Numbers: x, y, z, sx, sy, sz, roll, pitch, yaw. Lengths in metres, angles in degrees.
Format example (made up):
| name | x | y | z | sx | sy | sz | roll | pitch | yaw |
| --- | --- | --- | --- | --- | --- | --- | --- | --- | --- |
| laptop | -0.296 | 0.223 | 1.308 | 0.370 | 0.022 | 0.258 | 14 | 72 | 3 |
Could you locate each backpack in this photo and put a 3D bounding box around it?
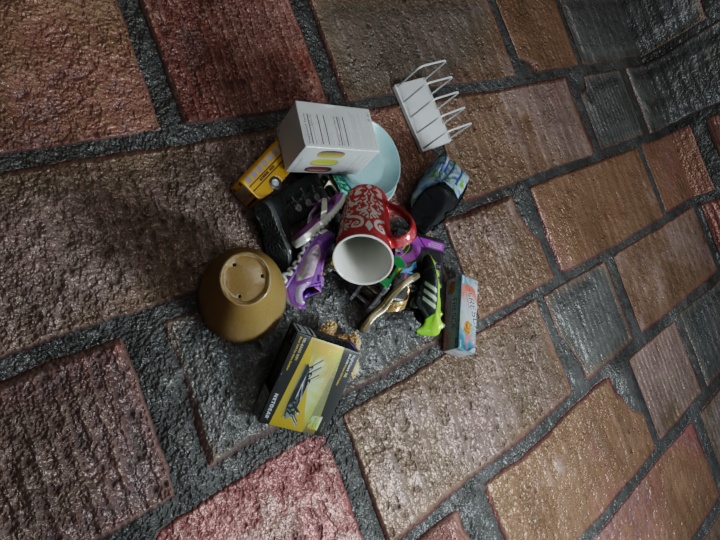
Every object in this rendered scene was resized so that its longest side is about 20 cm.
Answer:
| name | x | y | z | sx | sy | sz | roll | pitch | yaw |
| --- | --- | --- | --- | --- | --- | --- | --- | --- | --- |
| backpack | 0.216 | -0.217 | 1.541 | 0.155 | 0.163 | 0.199 | 50 | 47 | 6 |

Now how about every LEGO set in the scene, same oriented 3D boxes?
| name | x | y | z | sx | sy | sz | roll | pitch | yaw |
| --- | --- | --- | --- | --- | --- | --- | --- | --- | --- |
| LEGO set | 0.000 | 0.000 | 1.365 | 0.197 | 0.116 | 0.156 | 32 | 40 | -9 |

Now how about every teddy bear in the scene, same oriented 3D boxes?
| name | x | y | z | sx | sy | sz | roll | pitch | yaw |
| --- | --- | --- | --- | --- | --- | --- | --- | --- | --- |
| teddy bear | -0.076 | 0.184 | 1.272 | 0.196 | 0.066 | 0.151 | -13 | 101 | -38 |

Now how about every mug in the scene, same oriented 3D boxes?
| name | x | y | z | sx | sy | sz | roll | pitch | yaw |
| --- | --- | --- | --- | --- | --- | --- | --- | --- | --- |
| mug | 0.029 | -0.085 | 1.266 | 0.171 | 0.136 | 0.203 | 7 | 41 | -3 |

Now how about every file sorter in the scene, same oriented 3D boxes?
| name | x | y | z | sx | sy | sz | roll | pitch | yaw |
| --- | --- | --- | --- | --- | --- | --- | --- | --- | --- |
| file sorter | 0.208 | -0.466 | 1.621 | 0.137 | 0.123 | 0.205 | -25 | 92 | -37 |

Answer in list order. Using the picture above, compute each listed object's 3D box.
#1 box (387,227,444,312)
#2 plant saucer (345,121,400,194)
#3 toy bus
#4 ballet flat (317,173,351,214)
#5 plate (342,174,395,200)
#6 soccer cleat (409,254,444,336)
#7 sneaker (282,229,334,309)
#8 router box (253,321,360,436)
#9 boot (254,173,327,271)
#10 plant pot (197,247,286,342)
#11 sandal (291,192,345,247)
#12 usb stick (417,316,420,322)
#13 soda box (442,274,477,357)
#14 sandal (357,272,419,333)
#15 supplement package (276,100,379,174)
| name | x | y | z | sx | sy | sz | roll | pitch | yaw |
| --- | --- | --- | --- | --- | --- | --- | --- | --- | --- |
| box | 0.143 | 0.005 | 1.472 | 0.138 | 0.036 | 0.207 | 12 | 71 | -16 |
| plant saucer | 0.015 | -0.281 | 1.451 | 0.196 | 0.038 | 0.209 | 10 | 72 | -32 |
| toy bus | -0.200 | -0.228 | 1.296 | 0.078 | 0.065 | 0.202 | 44 | 56 | -14 |
| ballet flat | -0.076 | -0.221 | 1.382 | 0.070 | 0.067 | 0.203 | -38 | 99 | -29 |
| plate | 0.013 | -0.263 | 1.484 | 0.195 | 0.025 | 0.208 | 11 | 70 | -32 |
| soccer cleat | 0.159 | 0.059 | 1.409 | 0.078 | 0.068 | 0.207 | -2 | 73 | -3 |
| sneaker | -0.108 | 0.004 | 1.258 | 0.087 | 0.081 | 0.202 | 29 | 68 | 15 |
| router box | -0.109 | 0.226 | 1.174 | 0.154 | 0.052 | 0.205 | 20 | 100 | -29 |
| boot | -0.143 | -0.115 | 1.307 | 0.200 | 0.064 | 0.170 | -43 | 127 | -51 |
| plant pot | -0.223 | 0.034 | 1.087 | 0.179 | 0.200 | 0.194 | 2 | 79 | -12 |
| sandal | -0.092 | -0.127 | 1.266 | 0.050 | 0.081 | 0.204 | 52 | 43 | -18 |
| usb stick | 0.182 | 0.043 | 1.512 | 0.054 | 0.032 | 0.207 | 15 | 68 | -22 |
| soda box | 0.266 | 0.120 | 1.526 | 0.062 | 0.068 | 0.207 | 19 | 65 | -29 |
| sandal | 0.074 | 0.084 | 1.368 | 0.054 | 0.080 | 0.200 | 45 | 78 | 0 |
| supplement package | -0.074 | -0.294 | 1.292 | 0.195 | 0.113 | 0.113 | -5 | 72 | -34 |
